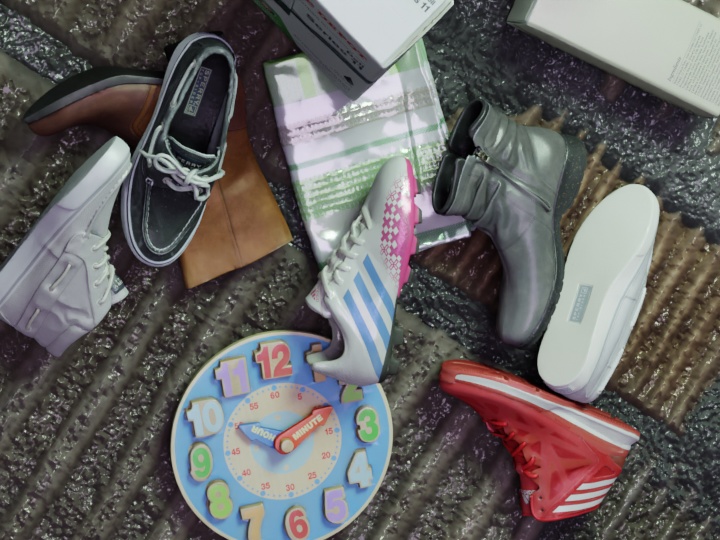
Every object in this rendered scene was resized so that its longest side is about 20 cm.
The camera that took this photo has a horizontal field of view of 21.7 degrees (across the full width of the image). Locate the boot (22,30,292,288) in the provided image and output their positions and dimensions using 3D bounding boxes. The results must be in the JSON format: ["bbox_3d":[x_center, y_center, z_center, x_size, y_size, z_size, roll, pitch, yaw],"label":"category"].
[{"bbox_3d":[-0.172,-0.082,1.595,0.187,0.068,0.201,-21,109,-15],"label":"boot"}]

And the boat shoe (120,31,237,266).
[{"bbox_3d":[-0.142,-0.092,1.528,0.073,0.068,0.200,18,104,-20],"label":"boat shoe"}]

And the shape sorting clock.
[{"bbox_3d":[-0.068,0.151,1.650,0.199,0.039,0.202,-2,98,-11],"label":"shape sorting clock"}]

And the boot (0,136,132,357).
[{"bbox_3d":[-0.226,-0.016,1.552,0.095,0.074,0.200,38,119,-11],"label":"boot"}]

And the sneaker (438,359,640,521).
[{"bbox_3d":[0.146,0.160,1.676,0.199,0.078,0.116,22,92,-13],"label":"sneaker"}]

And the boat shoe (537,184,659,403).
[{"bbox_3d":[0.224,0.023,1.677,0.068,0.072,0.201,36,68,-50],"label":"boat shoe"}]

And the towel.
[{"bbox_3d":[0.009,-0.104,1.633,0.148,0.031,0.201,-18,101,-9],"label":"towel"}]

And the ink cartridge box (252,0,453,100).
[{"bbox_3d":[-0.016,-0.225,1.509,0.147,0.200,0.083,45,83,-3],"label":"ink cartridge box"}]

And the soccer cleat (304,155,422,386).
[{"bbox_3d":[0.000,0.000,1.597,0.086,0.070,0.201,6,97,-11],"label":"soccer cleat"}]

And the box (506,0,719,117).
[{"bbox_3d":[0.236,-0.211,1.644,0.199,0.068,0.083,25,92,-14],"label":"box"}]

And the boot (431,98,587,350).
[{"bbox_3d":[0.114,-0.039,1.629,0.131,0.070,0.201,13,84,-33],"label":"boot"}]
